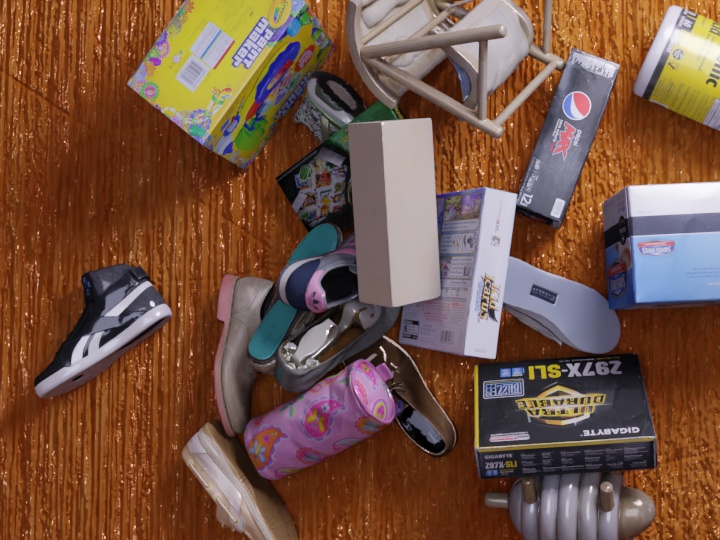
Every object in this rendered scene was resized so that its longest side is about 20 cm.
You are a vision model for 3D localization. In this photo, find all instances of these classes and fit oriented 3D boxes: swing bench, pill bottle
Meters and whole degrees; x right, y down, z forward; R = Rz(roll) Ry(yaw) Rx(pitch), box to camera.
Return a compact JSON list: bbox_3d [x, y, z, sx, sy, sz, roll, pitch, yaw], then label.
[{"bbox_3d":[0.113,-0.270,1.263,0.198,0.199,0.131,17,130,26],"label":"swing bench"},{"bbox_3d":[0.429,-0.220,1.275,0.198,0.111,0.113,25,91,9],"label":"pill bottle"}]

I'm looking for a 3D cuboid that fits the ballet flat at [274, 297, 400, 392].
[{"bbox_3d":[-0.022,0.070,1.308,0.067,0.064,0.199,39,61,23],"label":"ballet flat"}]

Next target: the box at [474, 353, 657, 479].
[{"bbox_3d":[0.231,0.165,1.261,0.197,0.160,0.050,-5,119,9],"label":"box"}]

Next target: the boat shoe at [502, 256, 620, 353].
[{"bbox_3d":[0.215,0.041,1.315,0.200,0.086,0.076,23,85,-20],"label":"boat shoe"}]

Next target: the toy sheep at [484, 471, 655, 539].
[{"bbox_3d":[0.240,0.269,1.268,0.197,0.138,0.140,5,87,23],"label":"toy sheep"}]

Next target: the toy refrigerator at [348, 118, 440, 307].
[{"bbox_3d":[0.037,-0.067,1.234,0.070,0.075,0.203,7,104,51],"label":"toy refrigerator"}]

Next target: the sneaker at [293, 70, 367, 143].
[{"bbox_3d":[-0.009,-0.153,1.375,0.201,0.077,0.089,51,126,7],"label":"sneaker"}]

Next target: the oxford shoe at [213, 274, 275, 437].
[{"bbox_3d":[-0.141,0.106,1.367,0.074,0.070,0.204,1,87,6],"label":"oxford shoe"}]

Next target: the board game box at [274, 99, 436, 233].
[{"bbox_3d":[-0.009,-0.118,1.328,0.199,0.023,0.106,-31,89,36],"label":"board game box"}]

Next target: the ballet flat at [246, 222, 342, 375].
[{"bbox_3d":[-0.074,0.039,1.355,0.067,0.075,0.202,21,76,28],"label":"ballet flat"}]

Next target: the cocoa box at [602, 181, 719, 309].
[{"bbox_3d":[0.388,-0.026,1.246,0.197,0.133,0.134,-3,85,0],"label":"cocoa box"}]

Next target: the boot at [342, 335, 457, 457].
[{"bbox_3d":[0.043,0.144,1.334,0.074,0.075,0.200,-43,80,6],"label":"boot"}]

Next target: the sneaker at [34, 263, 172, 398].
[{"bbox_3d":[-0.349,0.068,1.407,0.199,0.073,0.113,-34,79,-3],"label":"sneaker"}]

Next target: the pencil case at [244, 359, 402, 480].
[{"bbox_3d":[-0.048,0.179,1.312,0.199,0.087,0.088,-33,81,29],"label":"pencil case"}]

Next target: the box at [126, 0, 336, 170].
[{"bbox_3d":[-0.149,-0.250,1.327,0.121,0.193,0.201,37,93,9],"label":"box"}]

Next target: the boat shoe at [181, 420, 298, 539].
[{"bbox_3d":[-0.151,0.286,1.363,0.069,0.074,0.201,-37,81,17],"label":"boat shoe"}]

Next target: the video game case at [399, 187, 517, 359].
[{"bbox_3d":[0.109,0.003,1.272,0.045,0.200,0.184,7,88,-19],"label":"video game case"}]

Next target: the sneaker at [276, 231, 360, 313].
[{"bbox_3d":[0.000,0.000,1.303,0.199,0.082,0.071,-30,121,-31],"label":"sneaker"}]

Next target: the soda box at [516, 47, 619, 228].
[{"bbox_3d":[0.248,-0.157,1.319,0.063,0.071,0.203,21,90,11],"label":"soda box"}]
